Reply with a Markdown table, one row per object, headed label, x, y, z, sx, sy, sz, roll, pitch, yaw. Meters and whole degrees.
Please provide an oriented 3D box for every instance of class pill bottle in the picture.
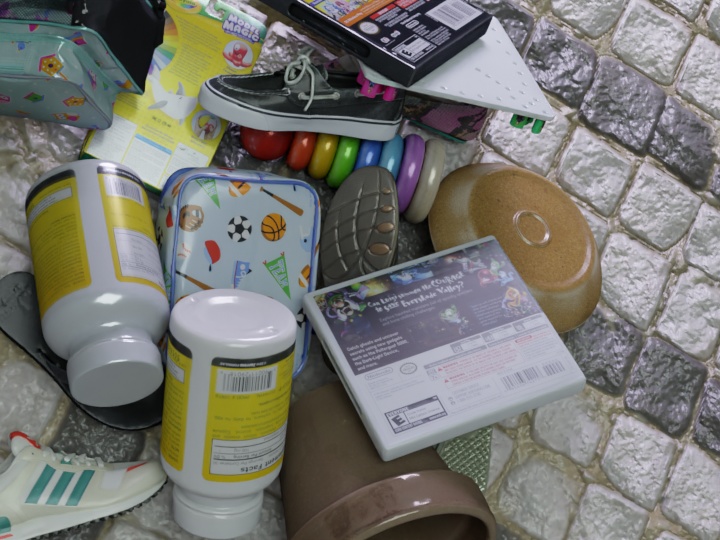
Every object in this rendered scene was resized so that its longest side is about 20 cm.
| label | x | y | z | sx | sy | sz | roll | pitch | yaw |
| --- | --- | --- | --- | --- | --- | --- | --- | --- | --- |
| pill bottle | -0.228 | 0.012 | 1.325 | 0.111 | 0.112 | 0.202 | -4 | 59 | -18 |
| pill bottle | -0.118 | 0.128 | 1.319 | 0.110 | 0.111 | 0.202 | 0 | 114 | -18 |

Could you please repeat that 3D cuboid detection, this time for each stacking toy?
| label | x | y | z | sx | sy | sz | roll | pitch | yaw |
| --- | --- | --- | --- | --- | --- | --- | --- | --- | --- |
| stacking toy | -0.021 | -0.114 | 1.473 | 0.198 | 0.085 | 0.086 | 17 | 75 | -7 |

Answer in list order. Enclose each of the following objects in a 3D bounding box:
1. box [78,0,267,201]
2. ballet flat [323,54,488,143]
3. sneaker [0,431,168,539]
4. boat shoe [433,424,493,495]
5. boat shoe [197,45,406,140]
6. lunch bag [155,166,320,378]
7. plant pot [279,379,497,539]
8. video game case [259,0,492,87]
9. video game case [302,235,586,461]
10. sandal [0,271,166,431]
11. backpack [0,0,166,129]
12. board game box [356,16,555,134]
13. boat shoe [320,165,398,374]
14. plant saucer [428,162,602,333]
| label | x | y | z | sx | sy | sz | roll | pitch | yaw |
| --- | --- | --- | --- | --- | --- | --- | --- | --- | --- |
| box | -0.176 | -0.171 | 1.443 | 0.117 | 0.048 | 0.202 | 27 | 76 | -12 |
| ballet flat | 0.036 | -0.183 | 1.498 | 0.198 | 0.069 | 0.072 | 14 | 119 | -17 |
| sneaker | -0.269 | 0.181 | 1.333 | 0.198 | 0.070 | 0.094 | -15 | 91 | -17 |
| boat shoe | 0.087 | 0.174 | 1.458 | 0.074 | 0.062 | 0.202 | 13 | 91 | -17 |
| boat shoe | -0.051 | -0.169 | 1.409 | 0.197 | 0.074 | 0.069 | 8 | 119 | -14 |
| lunch bag | -0.112 | 0.008 | 1.397 | 0.159 | 0.075 | 0.202 | 4 | 95 | -25 |
| plant pot | 0.001 | 0.198 | 1.360 | 0.198 | 0.201 | 0.176 | -12 | 55 | -20 |
| video game case | 0.013 | -0.253 | 1.442 | 0.180 | 0.026 | 0.200 | 32 | 33 | 11 |
| video game case | 0.072 | 0.064 | 1.348 | 0.198 | 0.023 | 0.183 | -17 | 54 | -18 |
| sandal | -0.253 | 0.078 | 1.372 | 0.199 | 0.043 | 0.076 | 36 | 71 | -9 |
| backpack | -0.294 | -0.216 | 1.338 | 0.198 | 0.176 | 0.155 | 17 | 82 | 13 |
| board game box | 0.070 | -0.209 | 1.464 | 0.198 | 0.026 | 0.201 | 10 | 34 | -24 |
| boat shoe | 0.000 | 0.000 | 1.444 | 0.074 | 0.073 | 0.202 | 10 | 94 | 11 |
| plant saucer | 0.163 | -0.033 | 1.492 | 0.198 | 0.035 | 0.202 | 16 | 51 | -20 |
